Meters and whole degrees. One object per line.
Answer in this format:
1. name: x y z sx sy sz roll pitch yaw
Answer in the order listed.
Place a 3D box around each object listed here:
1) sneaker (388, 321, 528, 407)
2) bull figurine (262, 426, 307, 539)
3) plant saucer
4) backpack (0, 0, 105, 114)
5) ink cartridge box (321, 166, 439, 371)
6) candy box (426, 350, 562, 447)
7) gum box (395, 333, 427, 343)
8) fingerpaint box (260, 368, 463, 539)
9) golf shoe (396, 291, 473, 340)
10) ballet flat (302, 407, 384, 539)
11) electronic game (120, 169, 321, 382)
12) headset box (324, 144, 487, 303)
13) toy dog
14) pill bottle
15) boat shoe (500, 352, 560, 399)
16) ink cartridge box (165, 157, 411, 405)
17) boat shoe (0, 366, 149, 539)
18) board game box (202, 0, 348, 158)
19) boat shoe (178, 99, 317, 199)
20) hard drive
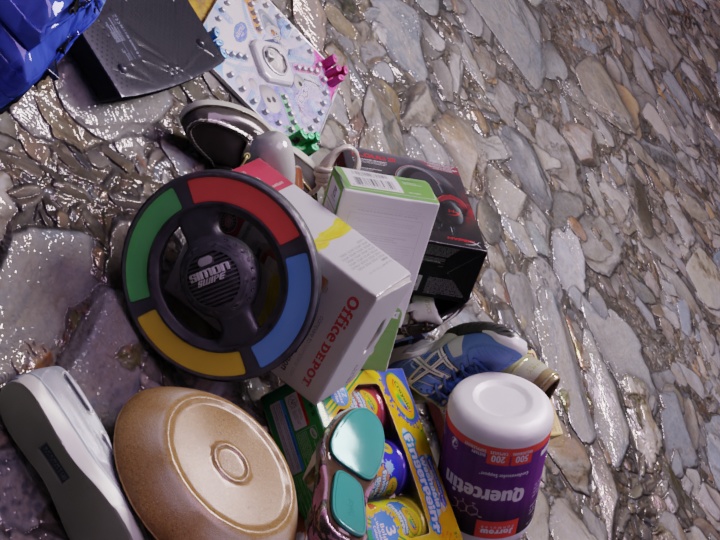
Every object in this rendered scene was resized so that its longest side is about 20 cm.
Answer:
1. sneaker: 0.105 0.112 1.514 0.076 0.200 0.077 33 53 -31
2. bull figurine: -0.112 0.212 1.264 0.200 0.065 0.122 10 50 -56
3. plant saucer: -0.122 0.175 1.184 0.200 0.035 0.200 35 30 -24
4. backpack: -0.320 -0.250 1.257 0.163 0.168 0.200 55 29 -19
5. ink cartridge box: 0.000 0.000 1.407 0.104 0.200 0.059 8 25 -18
6. candy box: 0.160 0.160 1.671 0.200 0.055 0.116 4 62 -52
7. gum box: 0.038 -0.026 1.666 0.170 0.045 0.200 49 34 -15
8. fingerpaint box: 0.004 0.206 1.411 0.167 0.073 0.200 4 62 -52
9. golf shoe: 0.036 0.043 1.523 0.200 0.094 0.078 -20 91 -33
10. ballet flat: -0.023 0.202 1.273 0.069 0.071 0.200 38 26 -15
11. electronic game: -0.132 0.006 1.276 0.200 0.200 0.042 60 20 1
12. headset box: 0.045 -0.060 1.539 0.148 0.075 0.200 10 33 -15
13. toy dog: -0.086 -0.059 1.442 0.132 0.201 0.096 -4 26 -33
14. pill bottle: 0.139 0.216 1.471 0.112 0.200 0.113 4 32 -3
15. boat shoe: 0.174 0.190 1.553 0.063 0.201 0.073 31 27 35
16. ink cartridge box: -0.071 0.011 1.335 0.200 0.145 0.083 36 29 13
17. boat shoe: -0.222 0.166 1.145 0.201 0.070 0.071 58 36 2
18. board game box: -0.104 -0.258 1.675 0.200 0.026 0.200 44 36 -22
19. boat shoe: -0.117 -0.121 1.508 0.201 0.072 0.061 29 40 -42
20. hard drive: -0.240 -0.250 1.472 0.135 0.042 0.200 58 33 -3
